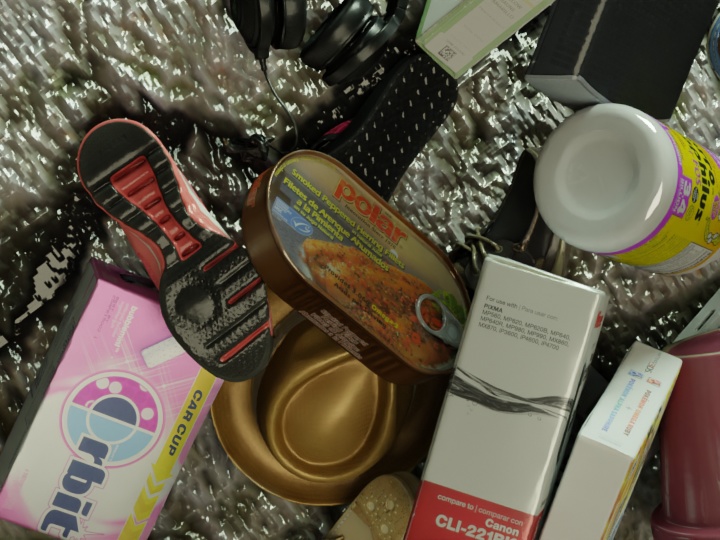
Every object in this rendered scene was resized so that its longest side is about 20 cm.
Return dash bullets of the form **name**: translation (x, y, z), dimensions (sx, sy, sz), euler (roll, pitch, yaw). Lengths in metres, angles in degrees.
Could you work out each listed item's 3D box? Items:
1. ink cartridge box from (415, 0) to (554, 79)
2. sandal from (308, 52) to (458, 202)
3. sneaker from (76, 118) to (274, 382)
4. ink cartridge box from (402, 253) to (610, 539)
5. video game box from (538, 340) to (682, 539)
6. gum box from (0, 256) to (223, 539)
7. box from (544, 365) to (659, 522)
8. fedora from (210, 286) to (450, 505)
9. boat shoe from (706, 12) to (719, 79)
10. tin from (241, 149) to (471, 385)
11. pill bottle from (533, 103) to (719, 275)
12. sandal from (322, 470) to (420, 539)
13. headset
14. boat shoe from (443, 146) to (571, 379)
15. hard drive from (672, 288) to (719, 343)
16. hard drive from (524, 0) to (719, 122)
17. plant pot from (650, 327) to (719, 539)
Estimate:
- **ink cartridge box**: translation (0.126, -0.233, 0.977), dimensions (0.048, 0.146, 0.200), euler (39, 130, -20)
- **sandal**: translation (-0.004, -0.079, 1.090), dimensions (0.200, 0.045, 0.075), euler (-49, 118, -14)
- **sneaker**: translation (-0.118, -0.017, 1.024), dimensions (0.074, 0.087, 0.200), euler (-31, 90, 2)
- **ink cartridge box**: translation (0.105, 0.096, 1.020), dimensions (0.084, 0.144, 0.200), euler (16, 92, 12)
- **video game box**: translation (0.166, 0.173, 1.065), dimensions (0.047, 0.182, 0.200), euler (22, 115, 12)
- **gum box**: translation (-0.177, 0.097, 1.069), dimensions (0.113, 0.066, 0.200), euler (23, 97, -20)
- **box**: translation (0.136, 0.170, 1.165), dimensions (0.200, 0.041, 0.156), euler (-50, 135, 1)
- **fedora**: translation (-0.018, 0.092, 1.090), dimensions (0.200, 0.082, 0.201), euler (-1, 104, -4)
- **boat shoe**: translation (0.357, -0.147, 1.144), dimensions (0.200, 0.072, 0.072), euler (23, 95, -27)
- **tin**: translation (0.000, 0.000, 1.026), dimensions (0.200, 0.042, 0.112), euler (40, 48, -24)
- **pill bottle**: translation (0.213, -0.053, 1.083), dimensions (0.200, 0.104, 0.104), euler (13, 104, -57)
- **sandal**: translation (-0.028, 0.234, 1.114), dimensions (0.070, 0.078, 0.212), euler (-2, 132, -44)
- **headset**: translation (-0.042, -0.172, 1.046), dimensions (0.123, 0.094, 0.200), euler (21, 83, -16)
- **boat shoe**: translation (0.108, 0.003, 1.123), dimensions (0.073, 0.074, 0.200), euler (8, 101, -18)
- **hard drive**: translation (0.352, 0.100, 1.245), dimensions (0.200, 0.027, 0.132), euler (40, 91, -22)
- **hard drive**: translation (0.195, -0.172, 1.057), dimensions (0.200, 0.042, 0.135), euler (8, 106, -59)
- **plant pot**: translation (0.312, 0.136, 1.140), dimensions (0.200, 0.200, 0.179), euler (-15, 93, -12)
